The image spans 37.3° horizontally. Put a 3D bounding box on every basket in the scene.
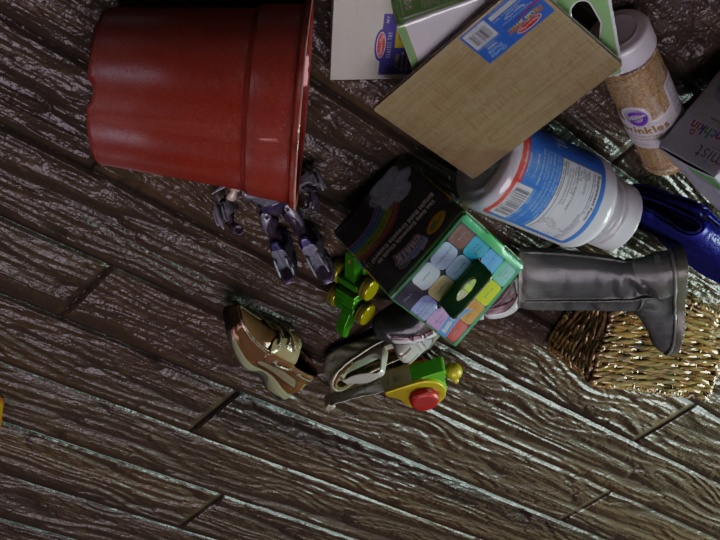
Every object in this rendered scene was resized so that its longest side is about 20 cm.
[{"bbox_3d":[0.378,0.080,1.454,0.199,0.149,0.143,9,103,-18],"label":"basket"}]

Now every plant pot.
[{"bbox_3d":[-0.149,-0.167,1.015,0.194,0.201,0.201,5,137,-2],"label":"plant pot"}]

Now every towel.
[{"bbox_3d":[0.413,-0.037,1.285,0.200,0.148,0.050,32,93,-36],"label":"towel"}]

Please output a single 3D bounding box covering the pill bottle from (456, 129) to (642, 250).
[{"bbox_3d":[0.217,-0.091,1.201,0.199,0.113,0.112,19,132,-28],"label":"pill bottle"}]

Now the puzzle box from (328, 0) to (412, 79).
[{"bbox_3d":[0.037,-0.272,1.037,0.132,0.026,0.200,-2,138,-7],"label":"puzzle box"}]

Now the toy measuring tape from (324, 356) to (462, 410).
[{"bbox_3d":[0.051,0.172,1.502,0.199,0.074,0.074,-19,137,12],"label":"toy measuring tape"}]

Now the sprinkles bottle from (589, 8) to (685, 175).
[{"bbox_3d":[0.305,-0.187,1.142,0.068,0.068,0.200,-24,136,17],"label":"sprinkles bottle"}]

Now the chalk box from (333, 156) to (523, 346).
[{"bbox_3d":[0.084,-0.012,1.180,0.125,0.200,0.124,-48,129,6],"label":"chalk box"}]

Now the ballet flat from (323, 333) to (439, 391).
[{"bbox_3d":[0.041,0.109,1.433,0.199,0.063,0.067,-27,135,20],"label":"ballet flat"}]

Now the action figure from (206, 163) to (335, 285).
[{"bbox_3d":[-0.093,-0.067,1.214,0.130,0.070,0.200,-13,135,14],"label":"action figure"}]

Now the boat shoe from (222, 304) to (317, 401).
[{"bbox_3d":[-0.115,0.099,1.397,0.074,0.076,0.200,-22,145,8],"label":"boat shoe"}]

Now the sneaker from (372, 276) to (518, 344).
[{"bbox_3d":[0.106,0.017,1.343,0.199,0.076,0.116,-16,134,-6],"label":"sneaker"}]

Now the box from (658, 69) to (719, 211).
[{"bbox_3d":[0.450,-0.137,1.154,0.200,0.097,0.177,35,96,-38],"label":"box"}]

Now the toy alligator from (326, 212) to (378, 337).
[{"bbox_3d":[0.000,0.000,1.319,0.054,0.059,0.201,-36,147,-40],"label":"toy alligator"}]

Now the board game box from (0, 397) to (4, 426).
[{"bbox_3d":[-0.587,0.205,1.337,0.199,0.200,0.200,-7,139,0],"label":"board game box"}]

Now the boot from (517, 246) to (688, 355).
[{"bbox_3d":[0.292,0.038,1.306,0.199,0.073,0.182,-7,128,6],"label":"boot"}]

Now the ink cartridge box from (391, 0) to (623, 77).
[{"bbox_3d":[0.146,-0.228,1.047,0.199,0.048,0.146,-17,138,10],"label":"ink cartridge box"}]

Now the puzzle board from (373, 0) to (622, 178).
[{"bbox_3d":[0.134,-0.184,1.051,0.150,0.017,0.200,30,128,-33],"label":"puzzle board"}]
